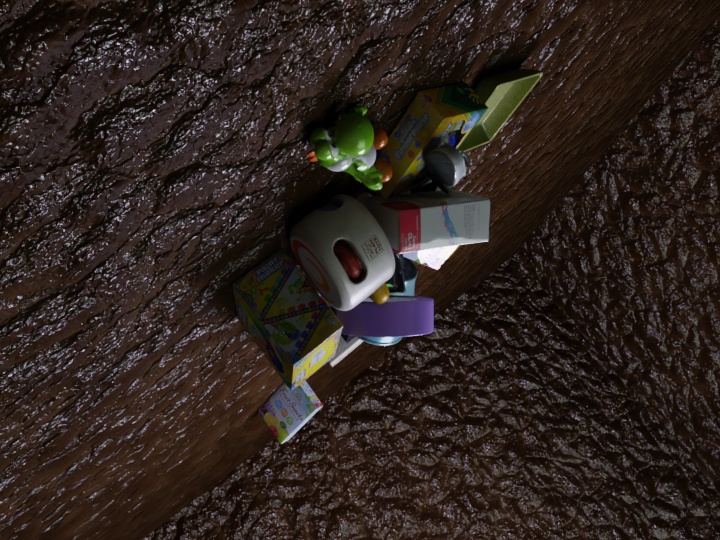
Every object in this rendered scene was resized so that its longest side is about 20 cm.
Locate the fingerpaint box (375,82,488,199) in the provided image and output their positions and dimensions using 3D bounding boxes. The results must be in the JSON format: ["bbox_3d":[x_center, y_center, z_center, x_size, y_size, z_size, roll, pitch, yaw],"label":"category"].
[{"bbox_3d":[0.122,-0.239,1.306,0.166,0.074,0.201,-25,159,-48],"label":"fingerpaint box"}]

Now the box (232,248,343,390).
[{"bbox_3d":[-0.143,0.100,1.376,0.121,0.193,0.201,-35,165,-19],"label":"box"}]

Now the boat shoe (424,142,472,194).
[{"bbox_3d":[0.161,-0.190,1.263,0.065,0.074,0.202,-46,171,0],"label":"boat shoe"}]

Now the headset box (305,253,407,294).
[{"bbox_3d":[0.000,0.000,1.472,0.195,0.095,0.174,-5,171,9],"label":"headset box"}]

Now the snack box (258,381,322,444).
[{"bbox_3d":[-0.236,0.460,2.362,0.200,0.143,0.053,-45,165,22],"label":"snack box"}]

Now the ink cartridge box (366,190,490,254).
[{"bbox_3d":[0.125,-0.096,1.330,0.196,0.088,0.147,-6,-164,-23],"label":"ink cartridge box"}]

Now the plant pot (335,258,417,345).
[{"bbox_3d":[0.055,0.056,1.839,0.199,0.199,0.191,-24,144,-49],"label":"plant pot"}]

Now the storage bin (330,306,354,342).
[{"bbox_3d":[0.013,0.101,2.036,0.198,0.094,0.136,-35,166,-20],"label":"storage bin"}]

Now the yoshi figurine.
[{"bbox_3d":[0.001,-0.189,1.082,0.113,0.112,0.199,-61,159,14],"label":"yoshi figurine"}]

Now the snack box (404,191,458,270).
[{"bbox_3d":[0.143,-0.104,1.587,0.197,0.069,0.169,20,128,-28],"label":"snack box"}]

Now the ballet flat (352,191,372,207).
[{"bbox_3d":[0.026,-0.114,1.456,0.067,0.063,0.199,-42,167,13],"label":"ballet flat"}]

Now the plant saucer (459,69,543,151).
[{"bbox_3d":[0.261,-0.335,1.453,0.198,0.048,0.201,-28,161,-46],"label":"plant saucer"}]

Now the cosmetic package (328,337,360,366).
[{"bbox_3d":[-0.041,0.187,2.140,0.199,0.104,0.087,-37,168,-8],"label":"cosmetic package"}]

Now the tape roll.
[{"bbox_3d":[0.049,0.089,1.420,0.195,0.067,0.200,0,-177,0],"label":"tape roll"}]

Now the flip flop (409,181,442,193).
[{"bbox_3d":[0.146,-0.156,1.457,0.080,0.205,0.057,2,-174,33],"label":"flip flop"}]

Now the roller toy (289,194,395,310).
[{"bbox_3d":[-0.027,-0.035,1.283,0.139,0.200,0.184,-35,153,-17],"label":"roller toy"}]
